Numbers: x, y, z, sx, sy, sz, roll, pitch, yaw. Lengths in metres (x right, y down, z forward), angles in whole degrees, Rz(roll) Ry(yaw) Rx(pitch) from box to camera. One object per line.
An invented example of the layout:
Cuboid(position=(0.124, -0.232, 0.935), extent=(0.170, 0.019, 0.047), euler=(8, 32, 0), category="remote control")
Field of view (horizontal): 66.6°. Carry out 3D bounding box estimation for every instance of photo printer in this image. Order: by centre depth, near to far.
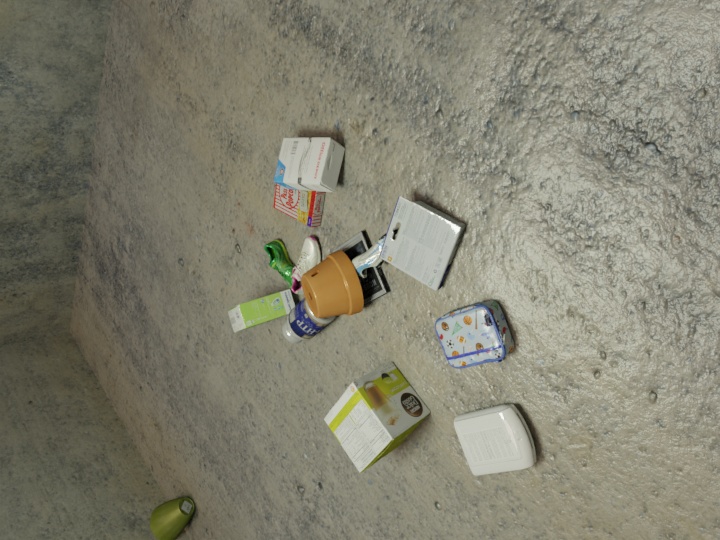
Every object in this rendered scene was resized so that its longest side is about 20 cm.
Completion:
Cuboid(position=(0.358, 0.445, 1.445), extent=(0.199, 0.069, 0.169), euler=(-29, 80, 42), category="photo printer")

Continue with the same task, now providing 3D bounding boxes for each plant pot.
Cuboid(position=(-0.093, 0.056, 1.672), extent=(0.201, 0.138, 0.203), euler=(53, 155, 39), category="plant pot")
Cuboid(position=(-0.933, 1.238, 2.782), extent=(0.199, 0.186, 0.189), euler=(-41, 72, 25), category="plant pot")

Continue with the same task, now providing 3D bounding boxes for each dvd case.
Cuboid(position=(0.000, 0.000, 1.704), extent=(0.149, 0.024, 0.204), euler=(-30, 79, 43), category="dvd case")

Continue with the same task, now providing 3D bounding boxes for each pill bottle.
Cuboid(position=(-0.178, 0.162, 1.842), extent=(0.200, 0.118, 0.121), euler=(-42, 72, 41), category="pill bottle")

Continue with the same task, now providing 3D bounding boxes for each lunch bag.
Cuboid(position=(0.299, 0.173, 1.435), extent=(0.198, 0.075, 0.163), euler=(-22, 87, 44), category="lunch bag")

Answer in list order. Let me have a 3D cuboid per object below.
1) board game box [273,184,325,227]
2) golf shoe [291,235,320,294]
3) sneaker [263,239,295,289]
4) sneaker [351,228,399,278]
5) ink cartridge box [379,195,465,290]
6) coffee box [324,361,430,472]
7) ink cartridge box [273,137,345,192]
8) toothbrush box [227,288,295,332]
Cuboid(position=(-0.203, -0.251, 1.817), extent=(0.198, 0.046, 0.155), euler=(28, 117, 35), category="board game box")
Cuboid(position=(-0.184, -0.012, 1.828), extent=(0.074, 0.091, 0.205), euler=(20, 112, 39), category="golf shoe")
Cuboid(position=(-0.279, -0.012, 1.919), extent=(0.074, 0.083, 0.202), euler=(-46, 70, 38), category="sneaker")
Cuboid(position=(0.059, -0.052, 1.598), extent=(0.199, 0.072, 0.073), euler=(-39, 89, 27), category="sneaker")
Cuboid(position=(0.165, -0.078, 1.500), extent=(0.198, 0.043, 0.200), euler=(31, 121, 23), category="ink cartridge box")
Cuboid(position=(0.050, 0.436, 1.641), extent=(0.199, 0.198, 0.201), euler=(50, 128, 21), category="coffee box")
Cuboid(position=(-0.159, -0.326, 1.693), extent=(0.197, 0.084, 0.148), euler=(10, 85, 36), category="ink cartridge box")
Cuboid(position=(-0.345, 0.141, 1.917), extent=(0.145, 0.197, 0.088), euler=(-22, 85, 59), category="toothbrush box")
